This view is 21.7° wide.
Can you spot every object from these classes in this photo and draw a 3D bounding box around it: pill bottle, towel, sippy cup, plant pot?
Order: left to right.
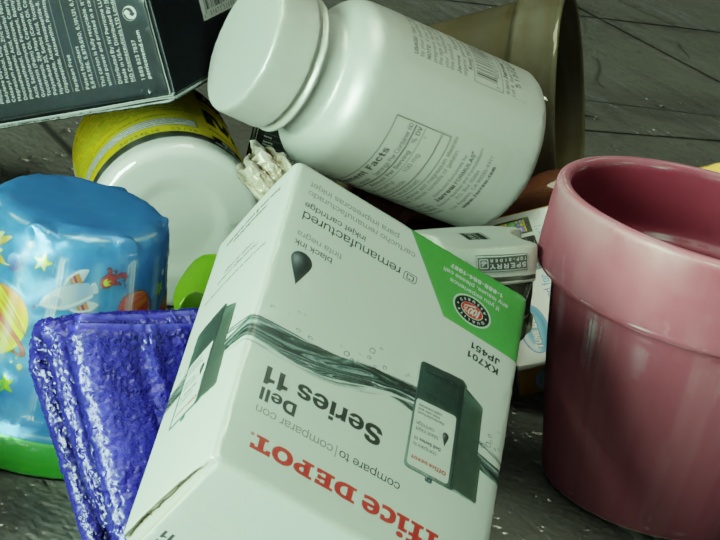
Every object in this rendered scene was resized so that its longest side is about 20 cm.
[{"bbox_3d":[-0.160,0.023,1.004,0.140,0.130,0.178,28,25,36],"label":"sippy cup"},{"bbox_3d":[-0.137,-0.065,1.283,0.114,0.114,0.200,8,21,-17],"label":"pill bottle"},{"bbox_3d":[-0.058,0.078,0.946,0.200,0.050,0.148,-4,63,-40],"label":"towel"},{"bbox_3d":[0.000,0.000,1.141,0.200,0.034,0.133,47,0,-9],"label":"towel"},{"bbox_3d":[0.009,-0.109,1.206,0.200,0.114,0.114,20,15,-28],"label":"pill bottle"},{"bbox_3d":[0.088,-0.127,1.542,0.173,0.200,0.200,0,16,14],"label":"plant pot"},{"bbox_3d":[0.189,0.049,1.098,0.200,0.179,0.200,12,20,-4],"label":"plant pot"}]

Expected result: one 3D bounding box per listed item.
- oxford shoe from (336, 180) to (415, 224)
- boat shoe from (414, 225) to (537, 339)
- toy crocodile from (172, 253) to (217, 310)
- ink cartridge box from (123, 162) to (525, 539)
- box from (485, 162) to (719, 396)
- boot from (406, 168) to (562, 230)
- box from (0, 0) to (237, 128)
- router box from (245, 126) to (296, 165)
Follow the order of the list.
[{"bbox_3d":[0.006,-0.056,1.307,0.070,0.075,0.200,46,50,-16],"label":"oxford shoe"},{"bbox_3d":[0.067,0.008,1.141,0.071,0.064,0.200,-2,6,-1],"label":"boat shoe"},{"bbox_3d":[-0.034,0.044,1.143,0.200,0.062,0.068,32,-9,30],"label":"toy crocodile"},{"bbox_3d":[-0.010,0.068,0.890,0.147,0.083,0.200,31,42,-16],"label":"ink cartridge box"},{"bbox_3d":[0.161,0.007,1.239,0.200,0.041,0.119,-15,56,-1],"label":"box"},{"bbox_3d":[0.097,-0.028,1.419,0.200,0.069,0.188,-3,-8,11],"label":"boot"},{"bbox_3d":[-0.185,-0.178,1.260,0.196,0.124,0.200,-8,15,22],"label":"box"},{"bbox_3d":[-0.045,-0.102,1.393,0.062,0.150,0.200,14,20,-1],"label":"router box"}]
